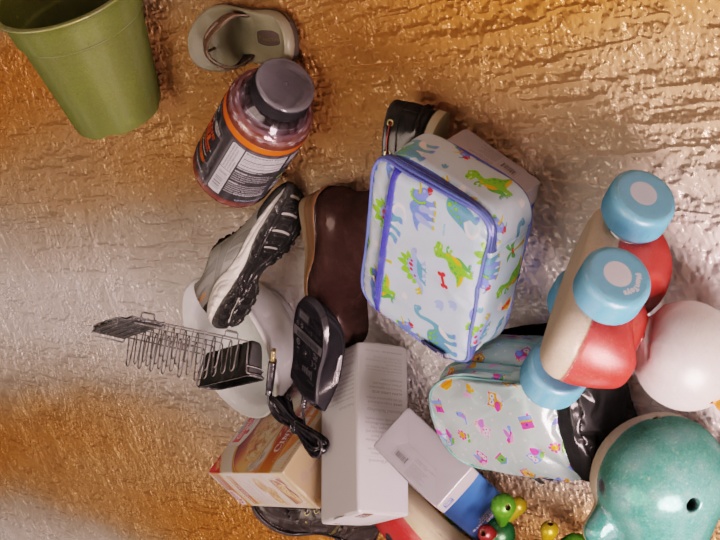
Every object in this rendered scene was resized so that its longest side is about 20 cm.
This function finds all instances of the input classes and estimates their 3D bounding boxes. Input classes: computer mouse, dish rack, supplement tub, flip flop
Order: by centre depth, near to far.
[{"bbox_3d":[-0.119,-0.163,1.581,0.107,0.106,0.200,55,146,9],"label":"supplement tub"},{"bbox_3d":[-0.146,-0.263,1.586,0.199,0.057,0.082,12,123,49],"label":"flip flop"},{"bbox_3d":[-0.063,0.109,1.632,0.140,0.046,0.202,34,127,50],"label":"computer mouse"},{"bbox_3d":[-0.231,0.100,1.702,0.153,0.198,0.055,-20,59,57],"label":"dish rack"}]

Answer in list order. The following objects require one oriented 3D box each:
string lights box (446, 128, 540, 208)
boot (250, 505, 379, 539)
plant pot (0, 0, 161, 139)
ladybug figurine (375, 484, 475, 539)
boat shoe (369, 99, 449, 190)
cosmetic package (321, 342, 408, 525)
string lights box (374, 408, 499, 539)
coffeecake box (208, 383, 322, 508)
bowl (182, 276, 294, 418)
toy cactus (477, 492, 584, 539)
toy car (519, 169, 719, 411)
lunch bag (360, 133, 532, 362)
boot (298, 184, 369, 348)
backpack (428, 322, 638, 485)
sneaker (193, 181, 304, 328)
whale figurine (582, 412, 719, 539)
[{"bbox_3d":[0.110,-0.032,1.407,0.103,0.059,0.201,38,140,27],"label":"string lights box"},{"bbox_3d":[-0.036,0.290,1.785,0.198,0.070,0.175,16,143,-5],"label":"boot"},{"bbox_3d":[-0.340,-0.279,1.750,0.199,0.200,0.191,25,145,42],"label":"plant pot"},{"bbox_3d":[0.081,0.318,1.642,0.200,0.072,0.136,41,-178,38],"label":"ladybug figurine"},{"bbox_3d":[0.045,-0.085,1.435,0.063,0.074,0.203,19,126,17],"label":"boat shoe"},{"bbox_3d":[0.004,0.194,1.617,0.101,0.073,0.202,-30,57,58],"label":"cosmetic package"},{"bbox_3d":[0.098,0.233,1.520,0.103,0.059,0.200,41,177,31],"label":"string lights box"},{"bbox_3d":[-0.085,0.222,1.759,0.073,0.154,0.199,46,151,-19],"label":"coffeecake box"},{"bbox_3d":[-0.141,0.085,1.805,0.200,0.090,0.203,33,137,37],"label":"bowl"},{"bbox_3d":[0.173,0.322,1.481,0.164,0.103,0.200,-19,133,34],"label":"toy cactus"},{"bbox_3d":[0.269,0.049,1.206,0.198,0.178,0.185,25,144,2],"label":"toy car"},{"bbox_3d":[0.076,-0.021,1.334,0.160,0.082,0.201,35,138,27],"label":"lunch bag"},{"bbox_3d":[0.000,0.000,1.567,0.166,0.072,0.202,2,112,55],"label":"boot"},{"bbox_3d":[0.169,0.131,1.375,0.199,0.126,0.169,4,113,42],"label":"backpack"},{"bbox_3d":[-0.141,-0.028,1.669,0.079,0.074,0.201,44,106,32],"label":"sneaker"},{"bbox_3d":[0.287,0.236,1.274,0.104,0.157,0.202,-150,54,-72],"label":"whale figurine"}]
